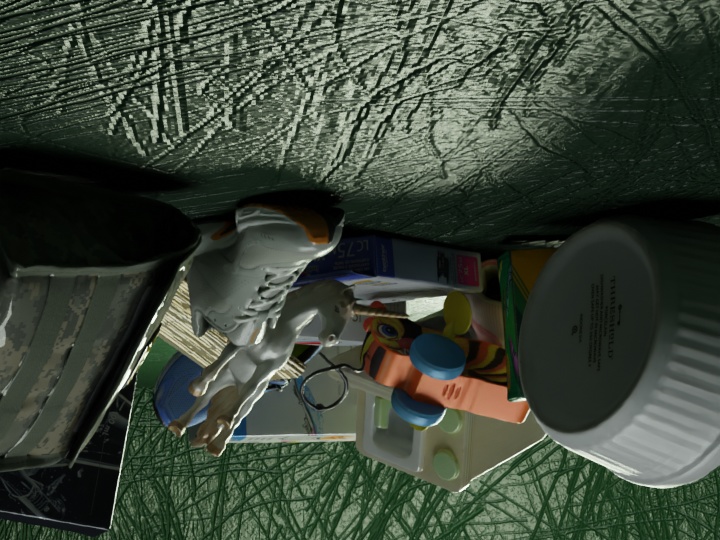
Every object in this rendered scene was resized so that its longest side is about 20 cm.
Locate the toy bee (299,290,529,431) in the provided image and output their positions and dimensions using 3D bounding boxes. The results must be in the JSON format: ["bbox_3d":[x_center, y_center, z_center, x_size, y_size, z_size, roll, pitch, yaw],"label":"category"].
[{"bbox_3d":[0.047,0.065,1.505,0.199,0.109,0.131,28,116,-31],"label":"toy bee"}]

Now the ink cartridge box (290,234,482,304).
[{"bbox_3d":[0.000,0.000,1.476,0.119,0.042,0.199,-7,174,33],"label":"ink cartridge box"}]

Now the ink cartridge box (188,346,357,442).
[{"bbox_3d":[-0.077,0.108,1.925,0.198,0.146,0.147,0,173,-12],"label":"ink cartridge box"}]

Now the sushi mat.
[{"bbox_3d":[-0.143,0.037,1.464,0.200,0.012,0.095,38,146,-30],"label":"sushi mat"}]

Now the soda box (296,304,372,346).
[{"bbox_3d":[-0.057,0.026,1.565,0.063,0.069,0.199,-3,173,33],"label":"soda box"}]

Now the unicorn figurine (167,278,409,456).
[{"bbox_3d":[-0.075,0.069,1.389,0.137,0.074,0.200,-48,-165,-29],"label":"unicorn figurine"}]

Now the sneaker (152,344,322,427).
[{"bbox_3d":[-0.116,0.090,1.790,0.199,0.079,0.089,-33,-169,-9],"label":"sneaker"}]

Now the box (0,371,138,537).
[{"bbox_3d":[-0.287,0.108,1.532,0.181,0.202,0.104,12,166,-14],"label":"box"}]

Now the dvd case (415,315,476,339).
[{"bbox_3d":[0.162,0.065,1.706,0.199,0.025,0.150,-13,-154,-36],"label":"dvd case"}]

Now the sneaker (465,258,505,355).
[{"bbox_3d":[0.128,0.023,1.620,0.075,0.105,0.200,-10,-158,3],"label":"sneaker"}]

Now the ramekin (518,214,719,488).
[{"bbox_3d":[0.198,0.052,1.325,0.094,0.204,0.202,16,165,-30],"label":"ramekin"}]

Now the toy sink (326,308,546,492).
[{"bbox_3d":[0.073,0.128,1.722,0.130,0.113,0.199,17,-156,34],"label":"toy sink"}]

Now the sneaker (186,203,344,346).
[{"bbox_3d":[-0.067,0.005,1.285,0.075,0.093,0.200,2,172,-26],"label":"sneaker"}]

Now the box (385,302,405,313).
[{"bbox_3d":[0.026,0.035,1.780,0.038,0.042,0.200,-1,174,2],"label":"box"}]

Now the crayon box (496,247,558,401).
[{"bbox_3d":[0.214,0.040,1.468,0.198,0.120,0.058,-3,174,-7],"label":"crayon box"}]

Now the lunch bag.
[{"bbox_3d":[-0.196,0.034,1.137,0.118,0.165,0.199,43,-156,28],"label":"lunch bag"}]
